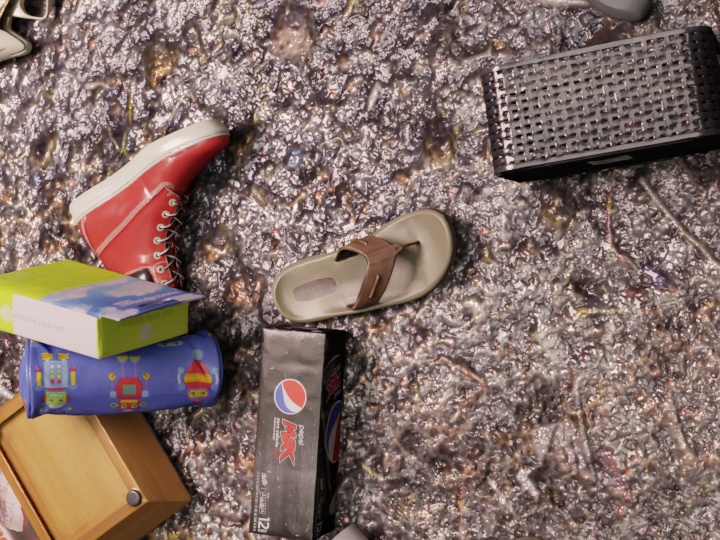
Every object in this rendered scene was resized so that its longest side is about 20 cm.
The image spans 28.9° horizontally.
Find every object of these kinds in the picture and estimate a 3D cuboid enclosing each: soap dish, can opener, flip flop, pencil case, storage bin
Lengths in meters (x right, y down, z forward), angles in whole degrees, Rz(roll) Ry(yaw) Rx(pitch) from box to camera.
[{"bbox_3d":[-0.288,0.193,1.426,0.157,0.081,0.201,-36,80,16],"label":"soap dish"},{"bbox_3d":[0.182,-0.298,1.272,0.199,0.053,0.067,35,102,16],"label":"can opener"},{"bbox_3d":[0.000,0.000,1.335,0.199,0.058,0.082,-17,84,19],"label":"flip flop"},{"bbox_3d":[-0.231,0.098,1.359,0.198,0.087,0.079,-2,117,-17],"label":"pencil case"},{"bbox_3d":[0.216,-0.140,1.216,0.198,0.135,0.095,-10,87,19],"label":"storage bin"}]

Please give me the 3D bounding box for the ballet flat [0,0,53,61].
[{"bbox_3d":[-0.366,-0.274,1.470,0.072,0.068,0.201,30,96,-3],"label":"ballet flat"}]

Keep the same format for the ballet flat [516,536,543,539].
[{"bbox_3d":[0.156,0.347,1.293,0.067,0.046,0.202,-2,85,19],"label":"ballet flat"}]

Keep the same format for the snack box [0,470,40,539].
[{"bbox_3d":[-0.392,0.228,1.493,0.072,0.024,0.201,-39,78,17],"label":"snack box"}]

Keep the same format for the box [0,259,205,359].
[{"bbox_3d":[-0.260,0.036,1.342,0.199,0.122,0.048,13,108,35],"label":"box"}]

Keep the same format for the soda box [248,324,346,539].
[{"bbox_3d":[-0.059,0.155,1.354,0.070,0.063,0.202,5,92,19],"label":"soda box"}]

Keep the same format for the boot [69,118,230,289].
[{"bbox_3d":[-0.186,-0.050,1.397,0.199,0.072,0.145,-33,80,25],"label":"boot"}]

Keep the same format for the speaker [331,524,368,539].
[{"bbox_3d":[0.030,0.337,1.315,0.200,0.081,0.081,47,104,13],"label":"speaker"}]
